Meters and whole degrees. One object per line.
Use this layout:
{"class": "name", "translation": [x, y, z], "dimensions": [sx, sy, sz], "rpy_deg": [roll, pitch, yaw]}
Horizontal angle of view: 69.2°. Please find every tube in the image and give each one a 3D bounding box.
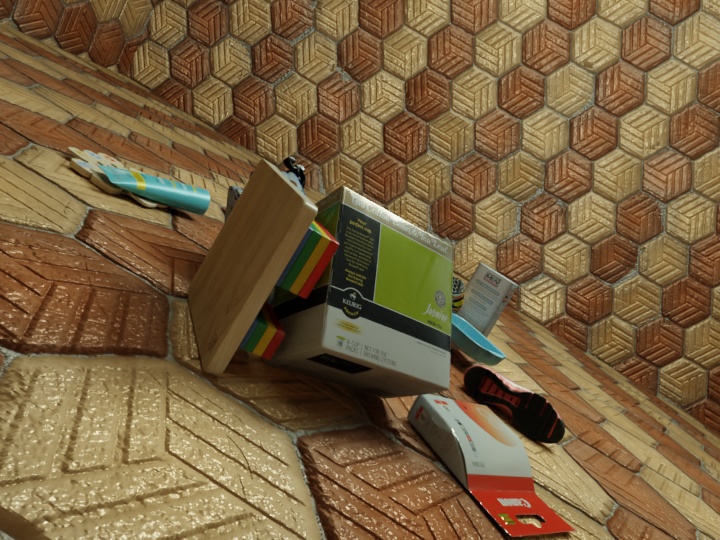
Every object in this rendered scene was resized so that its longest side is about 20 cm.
{"class": "tube", "translation": [-0.375, -0.150, 0.961], "dimensions": [0.077, 0.051, 0.198], "rpy_deg": [31, 12, 40]}

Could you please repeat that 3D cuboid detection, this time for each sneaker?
{"class": "sneaker", "translation": [0.287, 0.235, 0.963], "dimensions": [0.198, 0.075, 0.086], "rpy_deg": [34, 9, 20]}
{"class": "sneaker", "translation": [0.152, 0.061, 1.260], "dimensions": [0.195, 0.091, 0.071], "rpy_deg": [6, 40, 15]}

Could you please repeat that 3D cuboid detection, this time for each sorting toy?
{"class": "sorting toy", "translation": [-0.117, -0.006, 0.611], "dimensions": [0.069, 0.202, 0.199], "rpy_deg": [27, 10, -31]}

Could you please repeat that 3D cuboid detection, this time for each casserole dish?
{"class": "casserole dish", "translation": [0.237, 0.150, 1.162], "dimensions": [0.120, 0.039, 0.200], "rpy_deg": [25, 13, -36]}

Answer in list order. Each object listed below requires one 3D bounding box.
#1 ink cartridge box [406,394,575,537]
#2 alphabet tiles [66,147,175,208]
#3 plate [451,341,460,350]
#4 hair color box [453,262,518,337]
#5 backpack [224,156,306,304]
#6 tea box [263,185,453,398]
{"class": "ink cartridge box", "translation": [0.172, 0.242, 0.671], "dimensions": [0.160, 0.051, 0.199], "rpy_deg": [22, 10, -39]}
{"class": "alphabet tiles", "translation": [-0.446, -0.170, 0.988], "dimensions": [0.194, 0.015, 0.200], "rpy_deg": [35, 11, 6]}
{"class": "plate", "translation": [0.126, 0.113, 1.210], "dimensions": [0.197, 0.033, 0.200], "rpy_deg": [25, 11, -28]}
{"class": "hair color box", "translation": [0.288, 0.095, 1.276], "dimensions": [0.098, 0.203, 0.060], "rpy_deg": [34, 12, 29]}
{"class": "backpack", "translation": [-0.133, -0.046, 0.823], "dimensions": [0.151, 0.203, 0.191], "rpy_deg": [-15, 43, -30]}
{"class": "tea box", "translation": [0.006, 0.038, 0.662], "dimensions": [0.198, 0.201, 0.132], "rpy_deg": [24, -28, -32]}
